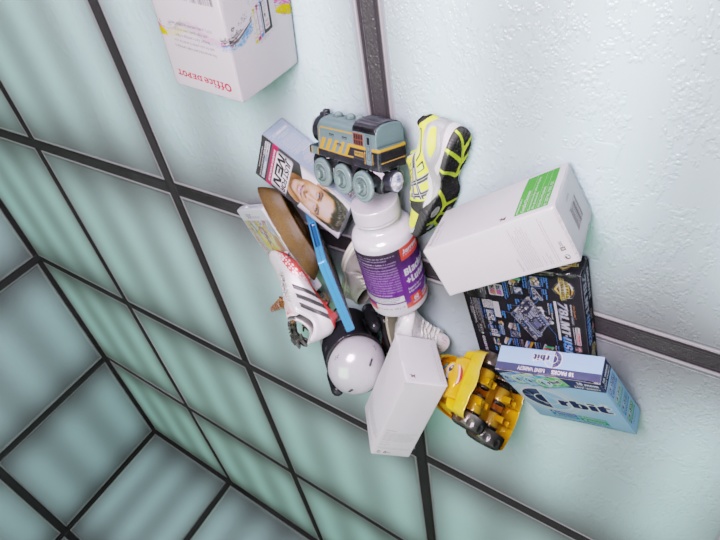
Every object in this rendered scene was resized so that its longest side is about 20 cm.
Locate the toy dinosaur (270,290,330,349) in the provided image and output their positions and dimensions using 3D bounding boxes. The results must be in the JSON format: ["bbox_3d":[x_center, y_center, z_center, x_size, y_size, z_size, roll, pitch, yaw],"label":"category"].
[{"bbox_3d":[-0.136,0.091,1.260,0.198,0.100,0.140,14,124,60],"label":"toy dinosaur"}]

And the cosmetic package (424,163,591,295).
[{"bbox_3d":[0.195,-0.049,0.727,0.196,0.109,0.086,-18,117,41],"label":"cosmetic package"}]

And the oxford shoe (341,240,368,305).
[{"bbox_3d":[0.000,0.000,1.025,0.057,0.075,0.203,34,151,18],"label":"oxford shoe"}]

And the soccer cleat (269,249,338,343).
[{"bbox_3d":[-0.125,0.049,1.047,0.202,0.084,0.069,52,150,6],"label":"soccer cleat"}]

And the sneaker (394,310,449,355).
[{"bbox_3d":[0.120,0.118,1.021,0.096,0.081,0.201,7,158,18],"label":"sneaker"}]

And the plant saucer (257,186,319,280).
[{"bbox_3d":[-0.126,-0.079,1.023,0.204,0.035,0.200,59,-177,-4],"label":"plant saucer"}]

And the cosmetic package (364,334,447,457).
[{"bbox_3d":[0.075,0.228,0.972,0.082,0.109,0.204,10,127,-15],"label":"cosmetic package"}]

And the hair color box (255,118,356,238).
[{"bbox_3d":[-0.089,-0.162,0.956,0.198,0.061,0.100,37,144,6],"label":"hair color box"}]

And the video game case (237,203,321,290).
[{"bbox_3d":[-0.175,-0.050,1.142,0.203,0.023,0.180,58,159,-20],"label":"video game case"}]

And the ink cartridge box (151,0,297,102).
[{"bbox_3d":[-0.193,-0.376,0.762,0.144,0.145,0.204,23,141,24],"label":"ink cartridge box"}]

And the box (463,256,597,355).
[{"bbox_3d":[0.264,0.062,0.854,0.193,0.050,0.204,6,133,37],"label":"box"}]

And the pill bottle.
[{"bbox_3d":[0.046,-0.033,0.914,0.108,0.112,0.205,11,135,35],"label":"pill bottle"}]

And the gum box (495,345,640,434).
[{"bbox_3d":[0.334,0.190,0.865,0.166,0.046,0.199,1,150,45],"label":"gum box"}]

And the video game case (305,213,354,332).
[{"bbox_3d":[-0.057,-0.004,0.971,0.202,0.017,0.146,-111,0,-59],"label":"video game case"}]

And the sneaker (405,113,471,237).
[{"bbox_3d":[0.104,-0.138,0.799,0.076,0.074,0.204,42,141,25],"label":"sneaker"}]

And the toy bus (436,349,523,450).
[{"bbox_3d":[0.185,0.216,0.995,0.188,0.139,0.200,16,161,43],"label":"toy bus"}]

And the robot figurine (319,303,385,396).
[{"bbox_3d":[-0.017,0.158,1.088,0.201,0.120,0.155,-117,16,-61],"label":"robot figurine"}]

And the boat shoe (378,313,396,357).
[{"bbox_3d":[0.070,0.159,1.120,0.061,0.075,0.205,3,134,30],"label":"boat shoe"}]

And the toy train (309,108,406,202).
[{"bbox_3d":[-0.008,-0.181,0.826,0.197,0.083,0.118,27,129,45],"label":"toy train"}]
